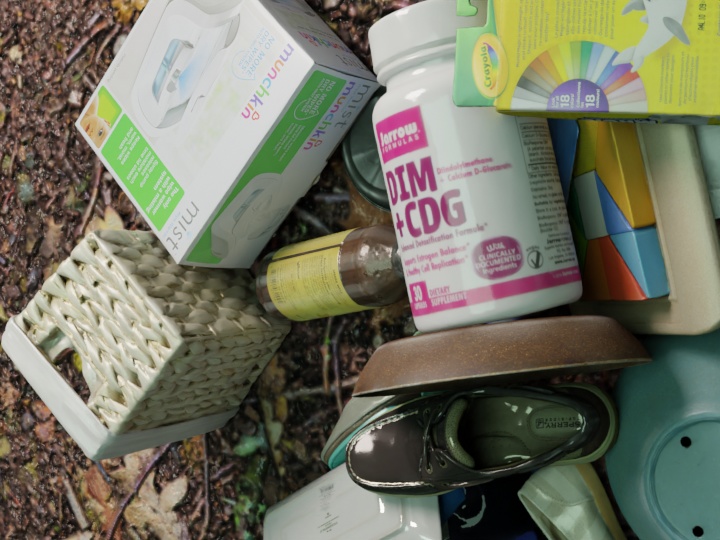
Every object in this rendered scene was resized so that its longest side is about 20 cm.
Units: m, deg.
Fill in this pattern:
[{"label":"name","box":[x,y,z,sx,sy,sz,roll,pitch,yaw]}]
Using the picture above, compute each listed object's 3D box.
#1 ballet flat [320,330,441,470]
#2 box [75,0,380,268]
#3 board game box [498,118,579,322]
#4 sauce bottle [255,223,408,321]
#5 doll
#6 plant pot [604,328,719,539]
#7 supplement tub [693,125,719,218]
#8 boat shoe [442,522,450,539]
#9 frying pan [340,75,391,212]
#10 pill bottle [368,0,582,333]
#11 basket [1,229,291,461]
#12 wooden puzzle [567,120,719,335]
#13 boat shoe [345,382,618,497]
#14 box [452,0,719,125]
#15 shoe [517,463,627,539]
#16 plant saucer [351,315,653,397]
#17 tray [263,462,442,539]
[{"label":"ballet flat","box":[0.043,0.088,0.892,0.199,0.067,0.064,-38,50,25]},{"label":"box","box":[-0.110,-0.133,0.913,0.201,0.096,0.177,-51,62,22]},{"label":"board game box","box":[0.099,-0.064,0.820,0.157,0.039,0.203,25,116,44]},{"label":"sauce bottle","box":[0.000,0.000,0.865,0.199,0.064,0.066,-10,90,48]},{"label":"doll","box":[0.095,0.189,0.841,0.048,0.135,0.203,-168,70,-65]},{"label":"plant pot","box":[0.246,0.126,0.738,0.198,0.134,0.203,3,97,27]},{"label":"supplement tub","box":[0.249,-0.140,0.707,0.139,0.140,0.203,-9,91,28]},{"label":"boat shoe","box":[0.017,0.213,0.910,0.198,0.056,0.069,-22,84,28]},{"label":"frying pan","box":[0.062,-0.109,0.875,0.188,0.031,0.117,-12,90,31]},{"label":"pill bottle","box":[0.070,-0.068,0.733,0.112,0.113,0.203,-13,87,28]},{"label":"basket","box":[-0.164,0.052,0.914,0.136,0.199,0.124,46,108,16]},{"label":"wooden puzzle","box":[0.166,-0.048,0.750,0.037,0.200,0.188,-12,89,-12]},{"label":"boat shoe","box":[0.071,0.109,0.761,0.198,0.065,0.074,-17,70,23]},{"label":"box","box":[0.153,-0.144,0.639,0.197,0.048,0.119,4,94,14]},{"label":"shoe","box":[0.181,0.229,0.811,0.202,0.053,0.070,61,158,10]},{"label":"plant saucer","box":[0.091,0.057,0.740,0.198,0.200,0.035,-10,81,28]},{"label":"tray","box":[-0.017,0.195,0.860,0.199,0.022,0.108,-36,42,35]}]
